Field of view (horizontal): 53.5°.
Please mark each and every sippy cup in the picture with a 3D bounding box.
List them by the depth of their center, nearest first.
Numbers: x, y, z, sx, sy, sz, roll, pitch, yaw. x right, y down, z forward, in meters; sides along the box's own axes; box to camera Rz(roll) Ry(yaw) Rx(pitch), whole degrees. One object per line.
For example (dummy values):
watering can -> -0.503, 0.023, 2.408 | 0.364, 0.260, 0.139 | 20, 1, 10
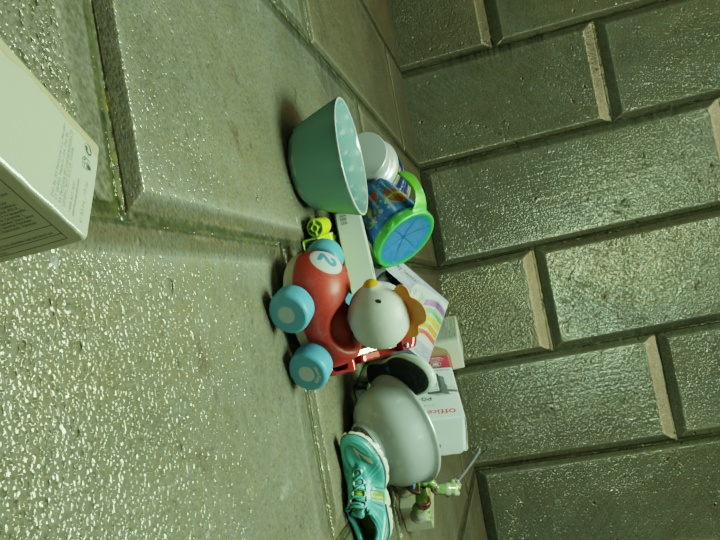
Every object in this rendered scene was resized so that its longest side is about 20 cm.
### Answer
sippy cup -> 0.053, -0.101, 1.382 | 0.131, 0.177, 0.140 | 50, 5, 30

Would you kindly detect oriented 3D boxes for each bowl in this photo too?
bowl -> 0.043, 0.293, 1.238 | 0.200, 0.089, 0.206 | 37, -42, 41
bowl -> -0.060, -0.186, 1.241 | 0.201, 0.102, 0.207 | -12, 90, -77

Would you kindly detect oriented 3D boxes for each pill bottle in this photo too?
pill bottle -> 0.032, -0.201, 1.483 | 0.200, 0.112, 0.119 | 42, 39, -69

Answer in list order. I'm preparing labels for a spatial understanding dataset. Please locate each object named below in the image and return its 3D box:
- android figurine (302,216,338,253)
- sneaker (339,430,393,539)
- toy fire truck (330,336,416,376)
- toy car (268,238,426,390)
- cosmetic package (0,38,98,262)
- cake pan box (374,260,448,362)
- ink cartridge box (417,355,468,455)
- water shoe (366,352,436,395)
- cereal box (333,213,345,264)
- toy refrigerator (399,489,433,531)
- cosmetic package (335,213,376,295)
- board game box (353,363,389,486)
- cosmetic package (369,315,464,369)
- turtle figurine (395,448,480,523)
android figurine -> -0.057, 0.000, 1.248 | 0.200, 0.040, 0.188 | -26, 104, -76
sneaker -> 0.008, 0.362, 1.158 | 0.079, 0.076, 0.206 | -25, 102, -65
toy fire truck -> 0.018, 0.131, 1.224 | 0.141, 0.195, 0.050 | 154, -79, -71
toy car -> -0.001, 0.050, 1.030 | 0.185, 0.194, 0.181 | -61, 138, -59
cosmetic package -> -0.232, -0.085, 0.358 | 0.201, 0.100, 0.075 | 63, 18, -56
cake pan box -> 0.075, 0.075, 1.446 | 0.199, 0.052, 0.186 | 40, 42, -10
ink cartridge box -> 0.123, 0.263, 1.397 | 0.201, 0.141, 0.086 | -97, -179, -63
water shoe -> 0.084, 0.172, 1.265 | 0.198, 0.077, 0.074 | -10, -83, 59
cereal box -> -0.024, -0.105, 1.493 | 0.144, 0.038, 0.206 | 2, 76, -78
toy refrigerator -> 0.133, 0.481, 1.627 | 0.202, 0.068, 0.078 | -80, 156, -58
cosmetic package -> 0.000, 0.000, 1.296 | 0.083, 0.049, 0.206 | 83, -5, -75
board game box -> 0.033, 0.302, 1.417 | 0.135, 0.028, 0.206 | -52, 130, -75
cosmetic package -> 0.119, 0.171, 1.529 | 0.106, 0.194, 0.073 | -79, 154, -63
turtle figurine -> 0.148, 0.413, 1.466 | 0.201, 0.141, 0.197 | -50, 159, -43
